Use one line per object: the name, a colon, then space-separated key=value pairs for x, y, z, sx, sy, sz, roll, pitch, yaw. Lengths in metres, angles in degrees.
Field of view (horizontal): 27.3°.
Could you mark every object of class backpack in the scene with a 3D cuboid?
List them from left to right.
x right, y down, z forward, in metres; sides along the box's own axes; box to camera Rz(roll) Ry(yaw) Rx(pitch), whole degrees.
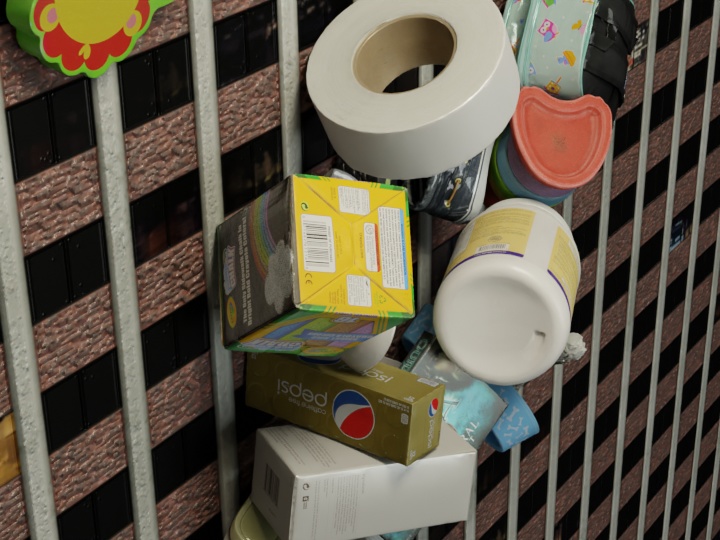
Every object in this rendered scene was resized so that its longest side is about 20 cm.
backpack: x=0.241 y=-0.265 z=1.733 sx=0.200 sy=0.152 sz=0.178 roll=25 pitch=80 yaw=-75

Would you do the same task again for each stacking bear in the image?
stacking bear: x=0.194 y=-0.121 z=1.714 sx=0.200 sy=0.120 sz=0.115 roll=142 pitch=-48 yaw=-69

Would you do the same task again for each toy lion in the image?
toy lion: x=-0.189 y=-0.248 z=1.149 sx=0.199 sy=0.068 sz=0.194 roll=-19 pitch=127 yaw=-54

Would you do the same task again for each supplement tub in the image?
supplement tub: x=0.162 y=0.016 z=1.592 sx=0.200 sy=0.144 sz=0.147 roll=-62 pitch=155 yaw=-62

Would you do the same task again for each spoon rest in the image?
spoon rest: x=0.000 y=0.000 z=1.444 sx=0.060 sy=0.099 sz=0.202 roll=7 pitch=63 yaw=-33

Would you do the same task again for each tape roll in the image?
tape roll: x=0.051 y=-0.186 z=1.425 sx=0.203 sy=0.201 sz=0.071 roll=-58 pitch=145 yaw=-24

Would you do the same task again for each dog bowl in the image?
dog bowl: x=0.122 y=0.127 z=1.708 sx=0.049 sy=0.200 sz=0.112 roll=-38 pitch=159 yaw=-10

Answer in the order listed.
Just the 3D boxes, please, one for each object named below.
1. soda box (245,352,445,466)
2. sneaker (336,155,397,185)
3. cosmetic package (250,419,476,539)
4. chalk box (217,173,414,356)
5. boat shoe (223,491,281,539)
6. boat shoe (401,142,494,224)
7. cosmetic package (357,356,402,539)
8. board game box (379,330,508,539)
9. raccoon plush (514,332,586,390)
soda box: x=-0.018 y=0.122 z=1.458 sx=0.064 sy=0.198 sz=0.069 roll=-23 pitch=124 yaw=-52
sneaker: x=0.008 y=-0.046 z=1.540 sx=0.083 sy=0.071 sz=0.202 roll=21 pitch=82 yaw=-64
cosmetic package: x=0.003 y=0.202 z=1.470 sx=0.198 sy=0.108 sz=0.086 roll=-3 pitch=111 yaw=-25
chalk box: x=-0.053 y=0.005 z=1.357 sx=0.123 sy=0.200 sz=0.126 roll=5 pitch=73 yaw=-29
boat shoe: x=-0.090 y=0.250 z=1.539 sx=0.069 sy=0.075 sz=0.200 roll=-56 pitch=170 yaw=31
boat shoe: x=0.101 y=-0.157 z=1.648 sx=0.090 sy=0.070 sz=0.203 roll=10 pitch=85 yaw=-42
cosmetic package: x=0.023 y=0.211 z=1.683 sx=0.201 sy=0.089 sz=0.107 roll=-63 pitch=148 yaw=-22
board game box: x=0.057 y=0.184 z=1.581 sx=0.135 sy=0.028 sz=0.201 roll=42 pitch=78 yaw=-31
raccoon plush: x=0.183 y=0.156 z=1.827 sx=0.097 sy=0.198 sz=0.135 roll=-58 pitch=142 yaw=-57
